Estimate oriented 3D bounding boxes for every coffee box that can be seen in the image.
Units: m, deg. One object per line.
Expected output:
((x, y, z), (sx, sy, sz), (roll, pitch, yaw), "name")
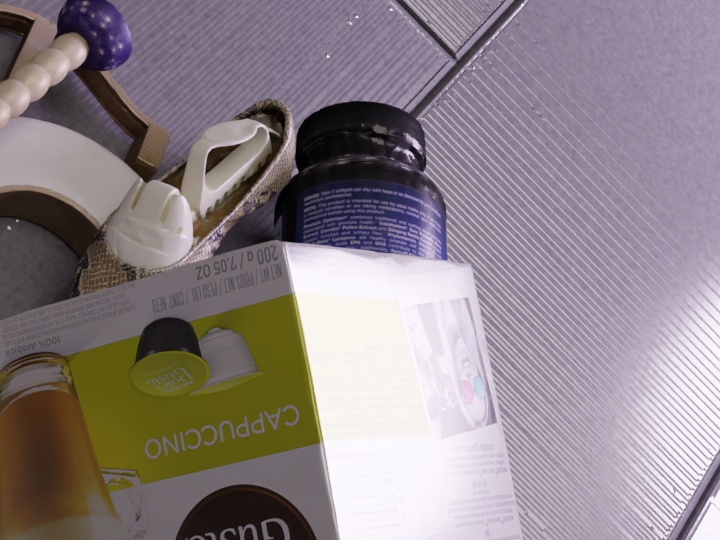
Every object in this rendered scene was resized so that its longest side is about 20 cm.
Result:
((-0.054, 0.108, 0.931), (0.200, 0.199, 0.199), (6, 71, -61), "coffee box")

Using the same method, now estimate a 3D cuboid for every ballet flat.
((-0.102, -0.041, 1.077), (0.068, 0.075, 0.200), (31, 48, 14), "ballet flat")

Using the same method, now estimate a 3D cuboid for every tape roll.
((-0.193, 0.006, 1.065), (0.202, 0.037, 0.204), (16, 57, -26), "tape roll")

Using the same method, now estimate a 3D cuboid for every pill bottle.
((0.000, 0.000, 1.147), (0.111, 0.112, 0.201), (16, 58, -26), "pill bottle")

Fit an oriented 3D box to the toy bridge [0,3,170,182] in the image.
((-0.208, -0.127, 1.136), (0.199, 0.027, 0.067), (29, 50, -17), "toy bridge")

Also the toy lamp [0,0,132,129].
((-0.210, -0.092, 1.050), (0.058, 0.058, 0.200), (45, 47, -4), "toy lamp")
